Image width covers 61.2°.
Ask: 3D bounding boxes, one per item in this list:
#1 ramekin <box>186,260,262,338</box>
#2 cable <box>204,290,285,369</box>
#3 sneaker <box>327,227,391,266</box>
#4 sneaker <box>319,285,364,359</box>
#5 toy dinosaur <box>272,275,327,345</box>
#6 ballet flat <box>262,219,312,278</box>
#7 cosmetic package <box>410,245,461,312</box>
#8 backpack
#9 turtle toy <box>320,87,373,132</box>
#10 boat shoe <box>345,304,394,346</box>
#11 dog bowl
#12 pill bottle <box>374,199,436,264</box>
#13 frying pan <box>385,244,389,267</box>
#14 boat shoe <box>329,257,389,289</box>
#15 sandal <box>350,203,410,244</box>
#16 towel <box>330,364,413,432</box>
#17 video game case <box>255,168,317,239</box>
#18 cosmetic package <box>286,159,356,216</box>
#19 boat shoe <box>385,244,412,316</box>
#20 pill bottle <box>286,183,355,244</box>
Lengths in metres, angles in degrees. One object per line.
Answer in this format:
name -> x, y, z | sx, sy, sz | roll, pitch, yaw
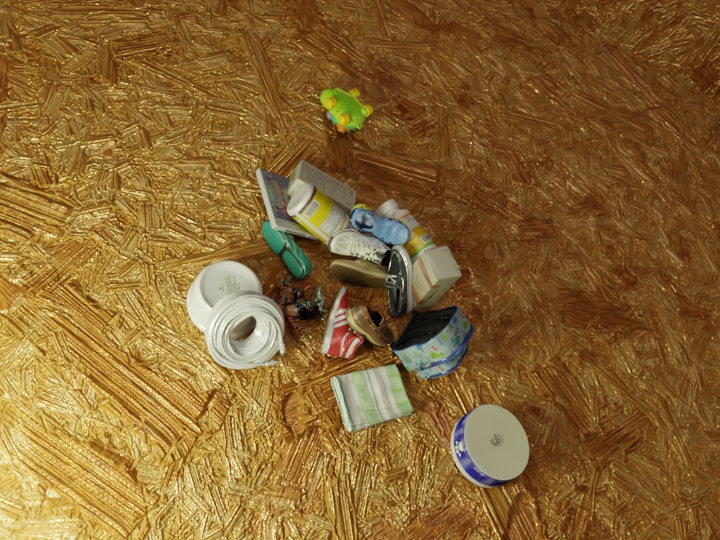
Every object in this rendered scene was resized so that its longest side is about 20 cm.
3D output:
ramekin -> -0.344, 0.066, 1.569 | 0.199, 0.095, 0.205 | 10, 56, -15
cable -> -0.281, 0.145, 1.489 | 0.197, 0.203, 0.069 | -6, 24, -28
sneaker -> 0.010, -0.064, 1.726 | 0.198, 0.077, 0.115 | 1, 22, -38
sneaker -> -0.036, 0.146, 1.659 | 0.111, 0.071, 0.203 | 18, 62, -6
toy dinosaur -> -0.163, 0.105, 1.640 | 0.133, 0.102, 0.203 | -14, 83, -12
ballet flat -> -0.205, -0.061, 1.734 | 0.201, 0.067, 0.070 | 52, 32, 14
cosmetic package -> 0.192, 0.028, 1.744 | 0.086, 0.201, 0.105 | -10, 63, -28
backpack -> 0.210, 0.192, 1.651 | 0.148, 0.199, 0.183 | 50, 51, -11
turtle toy -> -0.061, -0.548, 2.064 | 0.145, 0.101, 0.201 | -28, 72, -32
boat shoe -> 0.041, 0.147, 1.636 | 0.200, 0.067, 0.073 | 37, 29, -47
dog bowl -> 0.343, 0.462, 1.610 | 0.197, 0.079, 0.203 | 10, 56, -16
pill bottle -> 0.128, -0.111, 1.827 | 0.110, 0.111, 0.201 | -29, 75, -33
frying pan -> 0.062, -0.086, 1.869 | 0.113, 0.031, 0.192 | -6, 59, -26
boat shoe -> 0.000, 0.000, 1.771 | 0.197, 0.071, 0.065 | 17, 49, -24
sandal -> 0.049, -0.126, 1.749 | 0.197, 0.081, 0.087 | 21, 16, 13
towel -> 0.033, 0.328, 1.599 | 0.197, 0.031, 0.151 | -8, 64, -26
video game case -> -0.211, -0.193, 1.780 | 0.181, 0.023, 0.203 | 13, 50, -50
cosmetic package -> -0.115, -0.234, 1.828 | 0.198, 0.073, 0.105 | 29, 39, -20
boat shoe -> 0.103, 0.031, 1.739 | 0.067, 0.071, 0.204 | -14, 106, -38
pill bottle -> -0.108, -0.151, 1.757 | 0.199, 0.108, 0.110 | 39, 49, -26
